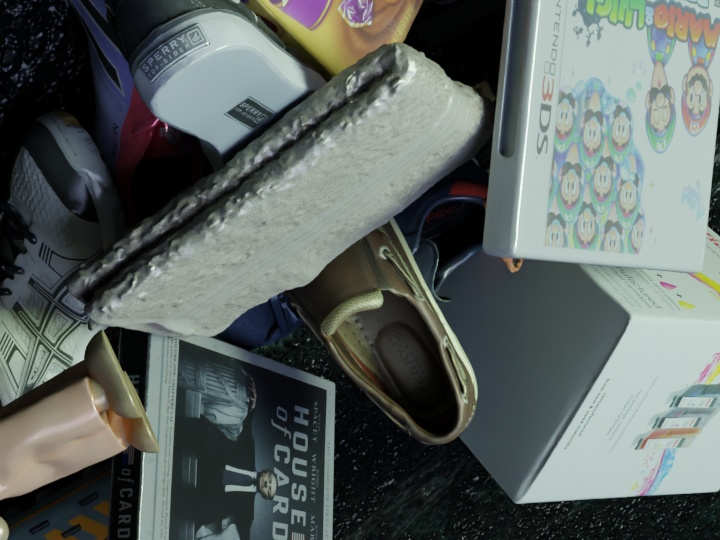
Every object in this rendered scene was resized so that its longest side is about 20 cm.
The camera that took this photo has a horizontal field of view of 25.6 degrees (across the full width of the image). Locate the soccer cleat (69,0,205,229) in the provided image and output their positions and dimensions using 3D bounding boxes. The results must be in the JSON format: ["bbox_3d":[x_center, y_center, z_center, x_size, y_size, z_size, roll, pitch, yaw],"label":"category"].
[{"bbox_3d":[-0.100,-0.097,0.752,0.067,0.076,0.200,-18,134,-26],"label":"soccer cleat"}]

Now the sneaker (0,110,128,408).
[{"bbox_3d":[-0.171,0.016,0.795,0.088,0.076,0.200,-13,131,-30],"label":"sneaker"}]

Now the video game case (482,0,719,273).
[{"bbox_3d":[0.135,-0.093,0.828,0.200,0.024,0.182,4,92,-52],"label":"video game case"}]

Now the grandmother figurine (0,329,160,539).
[{"bbox_3d":[-0.195,0.101,0.731,0.200,0.061,0.121,-24,138,-7],"label":"grandmother figurine"}]

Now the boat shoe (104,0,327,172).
[{"bbox_3d":[-0.063,-0.088,0.705,0.070,0.066,0.200,-34,166,9],"label":"boat shoe"}]

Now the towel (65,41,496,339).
[{"bbox_3d":[-0.033,-0.030,0.749,0.200,0.034,0.133,-36,164,14],"label":"towel"}]

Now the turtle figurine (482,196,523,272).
[{"bbox_3d":[0.133,-0.103,0.895,0.161,0.064,0.200,-33,133,-61],"label":"turtle figurine"}]

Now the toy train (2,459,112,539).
[{"bbox_3d":[-0.160,0.175,0.911,0.200,0.114,0.085,-30,161,-17],"label":"toy train"}]

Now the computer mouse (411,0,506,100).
[{"bbox_3d":[0.069,-0.143,0.871,0.200,0.046,0.140,-36,138,-8],"label":"computer mouse"}]

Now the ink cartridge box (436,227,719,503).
[{"bbox_3d":[0.158,0.046,1.009,0.200,0.145,0.145,5,122,-42],"label":"ink cartridge box"}]

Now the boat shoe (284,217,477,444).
[{"bbox_3d":[-0.003,0.007,0.843,0.075,0.075,0.202,-39,99,9],"label":"boat shoe"}]

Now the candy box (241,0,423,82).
[{"bbox_3d":[-0.039,-0.173,0.722,0.200,0.056,0.117,39,71,-49],"label":"candy box"}]

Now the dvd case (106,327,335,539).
[{"bbox_3d":[-0.071,0.118,0.880,0.025,0.150,0.200,-7,164,28],"label":"dvd case"}]

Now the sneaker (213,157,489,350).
[{"bbox_3d":[0.000,0.000,0.910,0.200,0.085,0.075,-32,138,-12],"label":"sneaker"}]
